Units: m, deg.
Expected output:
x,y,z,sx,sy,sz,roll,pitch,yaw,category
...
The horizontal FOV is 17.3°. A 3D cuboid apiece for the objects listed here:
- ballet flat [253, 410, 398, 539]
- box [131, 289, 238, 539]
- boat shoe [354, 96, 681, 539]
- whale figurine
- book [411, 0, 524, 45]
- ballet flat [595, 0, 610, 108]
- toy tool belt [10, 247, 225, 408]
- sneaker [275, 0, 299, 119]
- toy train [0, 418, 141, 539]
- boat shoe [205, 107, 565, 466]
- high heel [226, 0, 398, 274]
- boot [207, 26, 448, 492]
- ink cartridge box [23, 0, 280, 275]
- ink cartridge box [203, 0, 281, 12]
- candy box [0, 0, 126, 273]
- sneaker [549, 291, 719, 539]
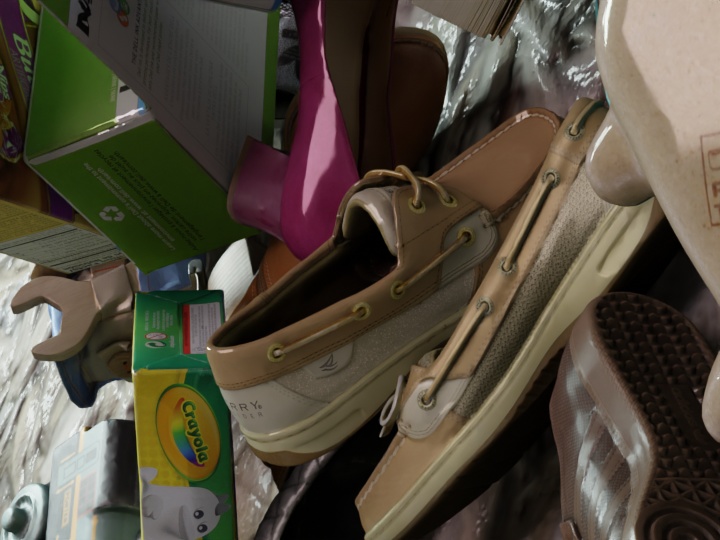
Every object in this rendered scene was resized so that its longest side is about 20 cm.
x,y,z,sx,sy,sz,roll,pitch,yaw,category
-0.003,0.102,1.022,0.057,0.066,0.201,-137,71,-86,ballet flat
-0.078,0.121,1.087,0.117,0.048,0.201,-104,14,-72,box
0.055,0.026,0.941,0.063,0.073,0.201,42,113,17,boat shoe
0.155,-0.041,0.815,0.159,0.104,0.201,-8,85,37,whale figurine
0.092,-0.216,1.035,0.134,0.048,0.200,-69,5,-50,book
0.128,-0.125,0.930,0.072,0.072,0.201,-48,25,37,ballet flat
-0.134,0.018,1.268,0.200,0.122,0.125,-97,-4,-51,toy tool belt
-0.023,-0.149,1.254,0.200,0.075,0.114,-49,32,47,sneaker
-0.137,0.172,1.223,0.114,0.085,0.201,-36,41,42,toy train
0.018,-0.007,0.985,0.200,0.066,0.074,-45,30,-20,boat shoe
0.008,-0.098,1.054,0.096,0.067,0.201,22,101,41,high heel
0.000,0.000,1.107,0.200,0.073,0.155,-60,31,28,boot
-0.122,-0.117,1.096,0.075,0.200,0.148,-20,48,25,ink cartridge box
-0.059,-0.239,1.040,0.145,0.083,0.201,116,156,-48,ink cartridge box
-0.171,-0.073,1.119,0.056,0.200,0.117,-14,77,18,candy box
0.110,0.095,0.835,0.200,0.070,0.076,-97,20,-52,sneaker
